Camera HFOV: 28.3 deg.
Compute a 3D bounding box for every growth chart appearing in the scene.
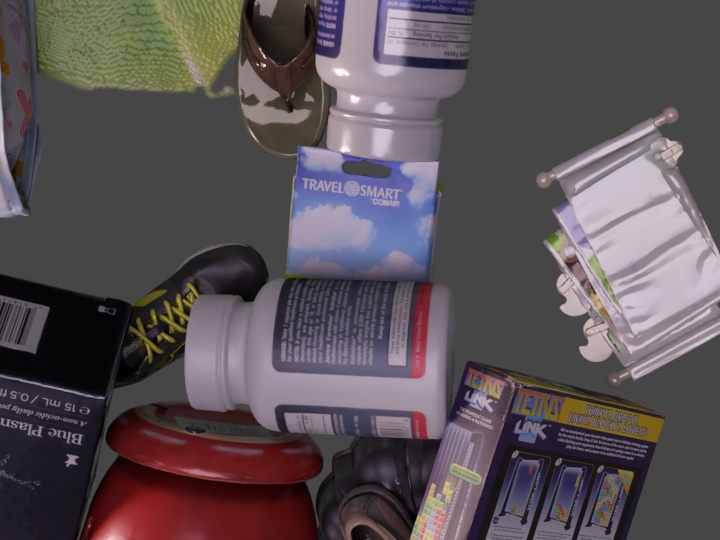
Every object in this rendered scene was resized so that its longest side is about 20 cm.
[{"bbox_3d":[0.222,-0.014,1.158,0.144,0.018,0.201,-21,98,11],"label":"growth chart"}]

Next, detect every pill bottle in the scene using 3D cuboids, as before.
[{"bbox_3d":[-0.029,0.066,1.104,0.198,0.120,0.120,2,102,7],"label":"pill bottle"},{"bbox_3d":[0.027,-0.189,1.093,0.119,0.120,0.201,7,102,5],"label":"pill bottle"}]

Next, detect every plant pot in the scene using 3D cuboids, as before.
[{"bbox_3d":[-0.127,0.208,1.157,0.199,0.200,0.184,9,93,5],"label":"plant pot"}]

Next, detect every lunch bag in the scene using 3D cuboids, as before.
[{"bbox_3d":[-0.350,-0.139,1.146,0.168,0.127,0.202,-3,91,5],"label":"lunch bag"}]

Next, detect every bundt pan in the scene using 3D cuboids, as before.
[{"bbox_3d":[0.055,0.225,1.196,0.200,0.076,0.203,1,102,5],"label":"bundt pan"}]

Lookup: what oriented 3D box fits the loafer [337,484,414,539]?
[{"bbox_3d":[0.046,0.264,1.133,0.072,0.063,0.200,-36,95,11],"label":"loafer"}]

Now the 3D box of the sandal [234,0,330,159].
[{"bbox_3d":[-0.065,-0.187,1.133,0.079,0.057,0.202,3,108,7],"label":"sandal"}]

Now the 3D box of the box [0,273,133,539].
[{"bbox_3d":[-0.295,0.111,1.101,0.195,0.118,0.201,13,126,-8],"label":"box"}]

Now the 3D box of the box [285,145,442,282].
[{"bbox_3d":[0.000,0.000,1.169,0.121,0.048,0.201,7,104,5],"label":"box"}]

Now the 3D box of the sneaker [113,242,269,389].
[{"bbox_3d":[-0.161,0.050,1.180,0.199,0.085,0.075,-34,98,13],"label":"sneaker"}]

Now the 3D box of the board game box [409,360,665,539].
[{"bbox_3d":[0.138,0.169,1.110,0.057,0.199,0.166,18,91,46],"label":"board game box"}]
